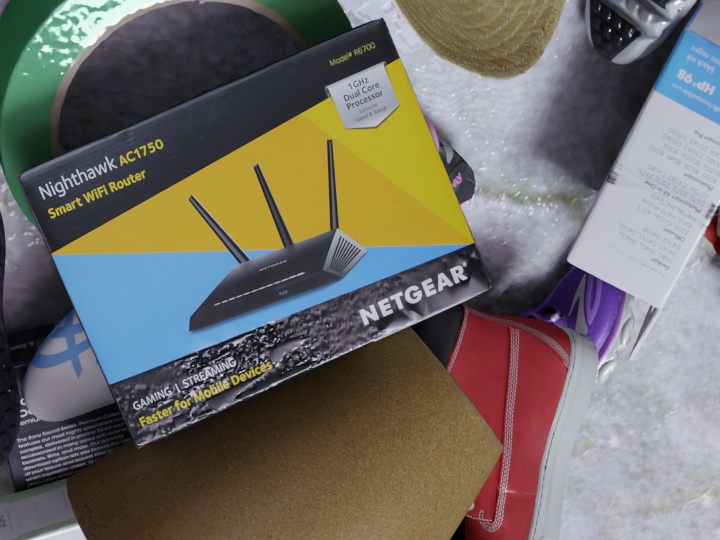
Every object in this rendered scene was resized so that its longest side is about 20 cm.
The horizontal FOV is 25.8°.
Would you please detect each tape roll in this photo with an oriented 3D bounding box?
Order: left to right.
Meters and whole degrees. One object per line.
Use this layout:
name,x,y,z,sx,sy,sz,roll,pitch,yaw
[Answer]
tape roll,-0.097,-0.092,0.839,0.199,0.048,0.202,-13,130,-16

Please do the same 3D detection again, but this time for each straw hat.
straw hat,0.020,-0.185,0.791,0.085,0.203,0.201,-6,147,37

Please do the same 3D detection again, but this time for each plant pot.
plant pot,-0.027,0.124,0.865,0.200,0.186,0.187,-40,134,-3

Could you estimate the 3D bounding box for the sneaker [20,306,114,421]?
sneaker,-0.100,0.037,0.868,0.199,0.073,0.072,-28,149,9

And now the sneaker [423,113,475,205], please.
sneaker,0.000,0.000,0.944,0.201,0.079,0.095,-53,145,12

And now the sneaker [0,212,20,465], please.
sneaker,-0.240,0.027,0.849,0.082,0.072,0.202,6,113,14

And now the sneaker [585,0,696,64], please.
sneaker,0.200,-0.200,0.886,0.081,0.075,0.201,5,127,-42

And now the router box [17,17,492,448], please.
router box,-0.053,-0.020,0.801,0.199,0.051,0.150,-25,97,-7

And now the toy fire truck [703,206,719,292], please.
toy fire truck,0.297,-0.025,1.013,0.200,0.176,0.129,35,79,-35

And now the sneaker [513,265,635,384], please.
sneaker,0.101,0.061,1.044,0.083,0.081,0.200,38,102,-29

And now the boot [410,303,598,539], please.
boot,0.053,0.118,0.957,0.143,0.072,0.202,15,84,-20

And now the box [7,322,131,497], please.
box,-0.150,0.108,0.985,0.142,0.036,0.201,-15,133,-16

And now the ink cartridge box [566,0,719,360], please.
ink cartridge box,0.187,-0.059,0.950,0.066,0.116,0.201,28,119,7

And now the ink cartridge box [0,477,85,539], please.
ink cartridge box,-0.132,0.180,0.998,0.198,0.048,0.146,-15,132,-12

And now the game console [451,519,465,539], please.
game console,0.018,0.136,0.998,0.176,0.031,0.201,-38,107,-10
